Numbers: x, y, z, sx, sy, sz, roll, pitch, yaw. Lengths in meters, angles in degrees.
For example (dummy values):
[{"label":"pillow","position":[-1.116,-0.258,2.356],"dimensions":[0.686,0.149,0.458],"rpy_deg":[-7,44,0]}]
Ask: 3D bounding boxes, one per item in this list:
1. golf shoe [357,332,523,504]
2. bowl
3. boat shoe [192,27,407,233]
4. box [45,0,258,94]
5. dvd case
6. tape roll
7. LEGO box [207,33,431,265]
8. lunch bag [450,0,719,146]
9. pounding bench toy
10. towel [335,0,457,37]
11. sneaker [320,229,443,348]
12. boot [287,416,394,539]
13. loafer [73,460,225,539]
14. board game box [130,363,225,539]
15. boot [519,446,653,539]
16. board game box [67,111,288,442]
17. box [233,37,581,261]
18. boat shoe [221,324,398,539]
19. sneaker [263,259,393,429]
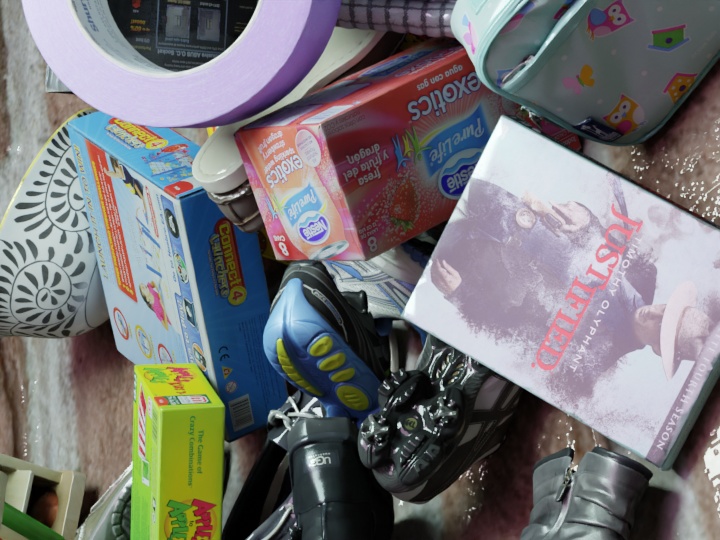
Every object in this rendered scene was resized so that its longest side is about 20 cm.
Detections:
[{"label":"golf shoe","position":[0.075,0.065,1.555],"dimensions":[0.078,0.095,0.200],"rpy_deg":[35,75,28]},{"label":"bowl","position":[-0.214,-0.019,1.931],"dimensions":[0.094,0.201,0.201],"rpy_deg":[25,95,10]},{"label":"boat shoe","position":[-0.031,-0.112,1.637],"dimensions":[0.072,0.060,0.200],"rpy_deg":[14,57,49]},{"label":"box","position":[-0.119,-0.194,1.669],"dimensions":[0.050,0.200,0.158],"rpy_deg":[4,93,52]},{"label":"dvd case","position":[0.137,0.011,1.470],"dimensions":[0.200,0.022,0.146],"rpy_deg":[31,98,25]},{"label":"tape roll","position":[-0.114,-0.191,1.535],"dimensions":[0.199,0.066,0.201],"rpy_deg":[1,94,15]},{"label":"LEGO box","position":[-0.018,-0.121,1.765],"dimensions":[0.200,0.077,0.149],"rpy_deg":[-45,43,30]},{"label":"lunch bag","position":[0.158,-0.176,1.490],"dimensions":[0.200,0.160,0.077],"rpy_deg":[-52,39,21]},{"label":"pounding bench toy","position":[-0.288,0.205,1.892],"dimensions":[0.200,0.156,0.125],"rpy_deg":[-10,64,50]},{"label":"towel","position":[0.030,-0.227,1.619],"dimensions":[0.200,0.165,0.086],"rpy_deg":[-55,-32,-61]},{"label":"sneaker","position":[0.000,0.000,1.650],"dimensions":[0.200,0.077,0.085],"rpy_deg":[29,111,32]},{"label":"boot","position":[-0.009,0.218,1.528],"dimensions":[0.065,0.165,0.201],"rpy_deg":[-12,57,8]},{"label":"loafer","position":[-0.181,0.195,1.805],"dimensions":[0.200,0.075,0.070],"rpy_deg":[-50,29,-5]},{"label":"board game box","position":[-0.131,0.177,1.711],"dimensions":[0.102,0.047,0.201],"rpy_deg":[-135,46,-69]},{"label":"boot","position":[0.102,0.183,1.483],"dimensions":[0.200,0.070,0.132],"rpy_deg":[-16,51,47]},{"label":"board game box","position":[-0.136,-0.002,1.787],"dimensions":[0.196,0.056,0.201],"rpy_deg":[34,139,54]},{"label":"box","position":[0.032,-0.085,1.570],"dimensions":[0.102,0.200,0.095],"rpy_deg":[1,113,52]},{"label":"boat shoe","position":[-0.036,0.121,1.682],"dimensions":[0.073,0.063,0.201],"rpy_deg":[31,98,54]},{"label":"sneaker","position":[-0.004,0.059,1.579],"dimensions":[0.071,0.200,0.083],"rpy_deg":[-5,58,21]}]
